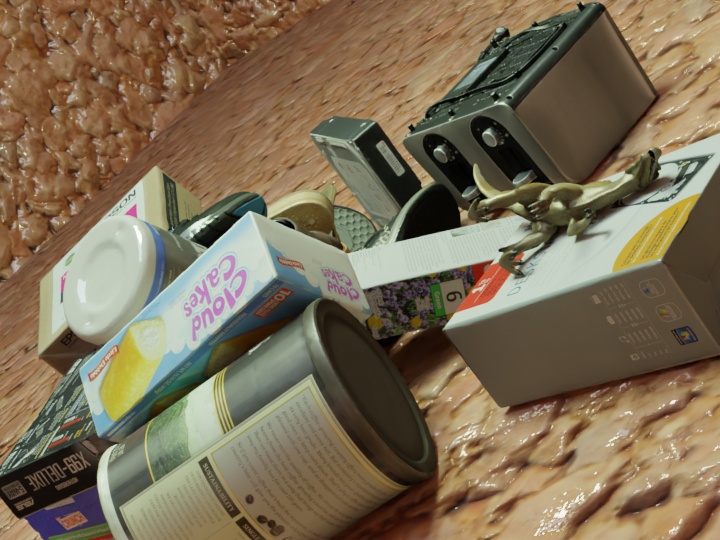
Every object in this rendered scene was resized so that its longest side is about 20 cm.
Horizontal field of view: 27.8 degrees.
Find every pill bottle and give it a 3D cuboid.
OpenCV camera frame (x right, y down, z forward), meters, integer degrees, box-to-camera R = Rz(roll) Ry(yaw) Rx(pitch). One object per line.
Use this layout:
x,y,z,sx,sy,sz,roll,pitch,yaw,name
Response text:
-0.153,0.034,1.291,0.113,0.199,0.115,-19,60,37,pill bottle

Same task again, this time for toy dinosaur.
0.127,-0.043,1.023,0.101,0.059,0.199,-30,16,-33,toy dinosaur

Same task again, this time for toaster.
0.165,-0.158,1.401,0.200,0.119,0.180,-47,18,-28,toaster

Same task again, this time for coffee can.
-0.067,0.136,1.039,0.199,0.147,0.147,-35,15,13,coffee can

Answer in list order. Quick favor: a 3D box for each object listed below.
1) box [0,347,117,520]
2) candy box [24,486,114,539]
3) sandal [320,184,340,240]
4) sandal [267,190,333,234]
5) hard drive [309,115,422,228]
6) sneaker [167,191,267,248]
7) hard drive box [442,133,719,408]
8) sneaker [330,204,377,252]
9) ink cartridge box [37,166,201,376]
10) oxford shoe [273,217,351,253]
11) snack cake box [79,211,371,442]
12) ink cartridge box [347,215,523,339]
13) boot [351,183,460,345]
-0.236,0.128,1.354,0.157,0.050,0.201,-25,21,27,box
-0.216,0.174,1.413,0.168,0.077,0.200,-20,23,46,candy box
-0.043,0.023,1.484,0.078,0.069,0.214,-26,41,65,sandal
-0.113,0.003,1.428,0.211,0.078,0.070,-35,31,23,sandal
0.017,-0.096,1.526,0.038,0.140,0.200,-39,16,-6,hard drive
-0.179,-0.018,1.377,0.199,0.073,0.082,-37,51,-9,sneaker
0.177,0.001,0.996,0.199,0.077,0.156,-22,21,47,hard drive box
-0.086,0.004,1.598,0.200,0.077,0.147,-16,-24,-26,sneaker
-0.258,0.006,1.569,0.200,0.075,0.165,-44,28,12,ink cartridge box
-0.056,-0.020,1.300,0.071,0.073,0.200,-35,7,5,oxford shoe
-0.103,0.055,1.100,0.200,0.115,0.068,-41,52,22,snack cake box
0.084,0.003,1.220,0.198,0.051,0.109,-12,17,1,ink cartridge box
-0.001,-0.001,1.390,0.153,0.074,0.204,-13,33,41,boot
